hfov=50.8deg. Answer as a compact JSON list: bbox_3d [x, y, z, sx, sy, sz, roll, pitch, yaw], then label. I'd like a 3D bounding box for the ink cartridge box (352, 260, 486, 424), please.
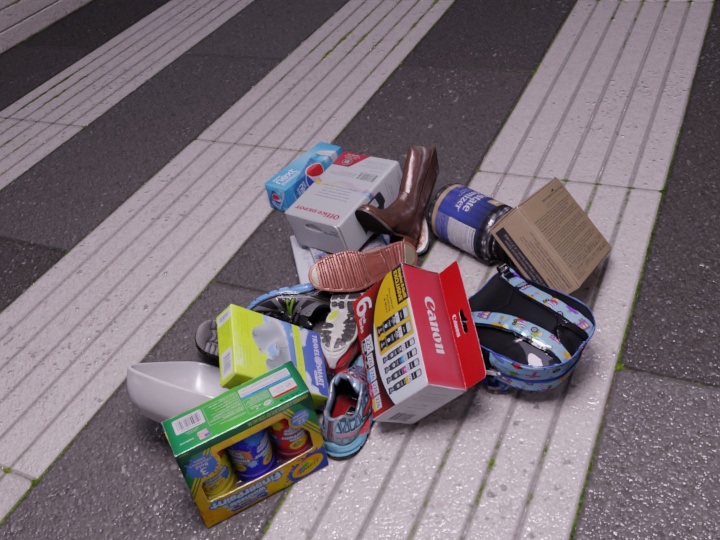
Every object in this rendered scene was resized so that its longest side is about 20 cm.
[{"bbox_3d":[0.083,0.100,1.134,0.083,0.175,0.202,13,51,-35],"label":"ink cartridge box"}]

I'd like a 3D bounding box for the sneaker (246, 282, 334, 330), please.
[{"bbox_3d":[-0.117,0.072,1.348,0.197,0.071,0.084,-14,80,8],"label":"sneaker"}]

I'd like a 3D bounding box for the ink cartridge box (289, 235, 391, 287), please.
[{"bbox_3d":[-0.028,-0.021,1.476,0.197,0.041,0.201,-13,38,-3],"label":"ink cartridge box"}]

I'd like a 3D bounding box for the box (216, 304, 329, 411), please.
[{"bbox_3d":[-0.126,0.139,1.170,0.048,0.199,0.123,-39,46,33],"label":"box"}]

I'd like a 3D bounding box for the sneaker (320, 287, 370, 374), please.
[{"bbox_3d":[-0.021,0.097,1.277,0.076,0.086,0.201,8,34,17],"label":"sneaker"}]

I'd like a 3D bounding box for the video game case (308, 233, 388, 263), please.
[{"bbox_3d":[-0.034,-0.067,1.488,0.141,0.018,0.201,-16,38,-8],"label":"video game case"}]

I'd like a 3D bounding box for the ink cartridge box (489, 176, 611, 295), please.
[{"bbox_3d":[0.328,-0.052,1.292,0.165,0.075,0.199,52,39,5],"label":"ink cartridge box"}]

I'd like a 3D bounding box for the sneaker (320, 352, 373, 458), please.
[{"bbox_3d":[-0.003,0.185,1.168,0.078,0.096,0.201,5,41,19],"label":"sneaker"}]

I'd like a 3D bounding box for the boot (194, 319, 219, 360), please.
[{"bbox_3d":[-0.187,0.142,1.291,0.198,0.138,0.078,28,73,-9],"label":"boot"}]

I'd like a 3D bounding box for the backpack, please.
[{"bbox_3d":[0.255,0.105,1.172,0.199,0.136,0.182,24,49,37],"label":"backpack"}]

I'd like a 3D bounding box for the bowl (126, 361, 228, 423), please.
[{"bbox_3d":[-0.246,0.200,1.173,0.198,0.076,0.199,15,2,26],"label":"bowl"}]

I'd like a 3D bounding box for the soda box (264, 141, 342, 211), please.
[{"bbox_3d":[-0.123,-0.214,1.722,0.067,0.065,0.200,20,48,34],"label":"soda box"}]

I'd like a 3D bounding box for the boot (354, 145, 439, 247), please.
[{"bbox_3d":[0.076,-0.159,1.414,0.064,0.186,0.202,12,79,36],"label":"boot"}]

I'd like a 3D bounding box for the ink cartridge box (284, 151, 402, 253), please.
[{"bbox_3d":[-0.027,-0.130,1.460,0.145,0.083,0.200,17,53,37],"label":"ink cartridge box"}]

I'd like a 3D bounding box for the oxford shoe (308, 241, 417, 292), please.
[{"bbox_3d":[0.000,0.000,1.327,0.197,0.072,0.074,-10,-4,-18],"label":"oxford shoe"}]

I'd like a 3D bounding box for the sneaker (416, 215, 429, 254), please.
[{"bbox_3d":[0.092,-0.107,1.535,0.071,0.080,0.202,-26,60,6],"label":"sneaker"}]

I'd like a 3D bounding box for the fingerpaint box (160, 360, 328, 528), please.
[{"bbox_3d":[-0.156,0.247,1.071,0.198,0.168,0.073,-23,41,-17],"label":"fingerpaint box"}]

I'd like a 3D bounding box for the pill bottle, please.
[{"bbox_3d":[0.231,-0.083,1.432,0.111,0.113,0.199,-34,43,-27],"label":"pill bottle"}]
